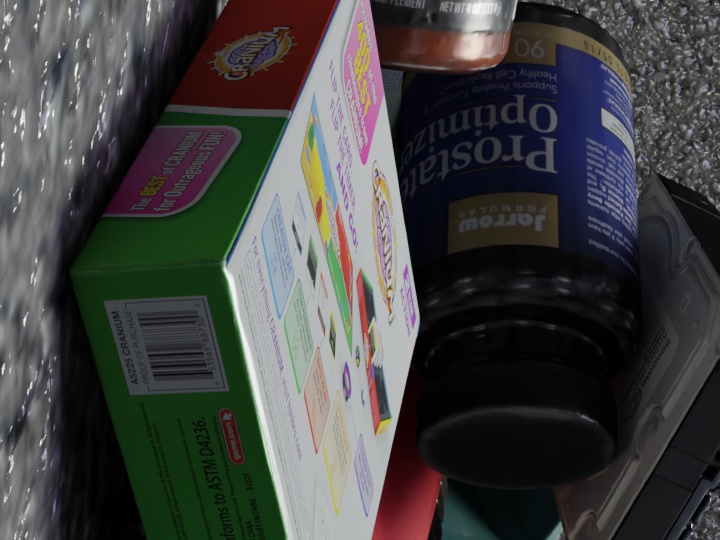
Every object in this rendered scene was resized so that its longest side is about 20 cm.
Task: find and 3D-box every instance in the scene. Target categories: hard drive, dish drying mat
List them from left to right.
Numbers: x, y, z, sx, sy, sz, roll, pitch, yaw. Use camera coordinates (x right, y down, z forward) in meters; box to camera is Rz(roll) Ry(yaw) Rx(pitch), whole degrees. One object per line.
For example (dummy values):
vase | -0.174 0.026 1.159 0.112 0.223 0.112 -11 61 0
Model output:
dish drying mat | 0.024 0.077 0.734 0.201 0.018 0.077 -70 149 -48
hard drive | 0.132 0.048 0.732 0.200 0.038 0.140 -92 -153 -69

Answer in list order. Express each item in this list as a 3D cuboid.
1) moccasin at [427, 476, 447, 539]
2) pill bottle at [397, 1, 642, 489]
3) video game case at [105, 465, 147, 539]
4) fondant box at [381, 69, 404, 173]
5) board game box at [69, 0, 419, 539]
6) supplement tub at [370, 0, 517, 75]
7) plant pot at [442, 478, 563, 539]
moccasin | 0.016 0.091 0.876 0.202 0.077 0.074 -72 155 -58
pill bottle | 0.070 -0.011 0.716 0.112 0.111 0.201 96 -3 -59
video game case | -0.061 0.108 0.585 0.182 0.036 0.201 -81 178 -46
fondant box | 0.000 0.000 0.793 0.201 0.058 0.145 -74 156 -49
board game box | -0.023 0.010 0.491 0.200 0.040 0.154 -73 157 -57
supplement tub | 0.024 -0.188 0.650 0.107 0.106 0.202 -74 172 -73
plant pot | 0.061 0.060 1.124 0.196 0.195 0.200 -56 -143 23
